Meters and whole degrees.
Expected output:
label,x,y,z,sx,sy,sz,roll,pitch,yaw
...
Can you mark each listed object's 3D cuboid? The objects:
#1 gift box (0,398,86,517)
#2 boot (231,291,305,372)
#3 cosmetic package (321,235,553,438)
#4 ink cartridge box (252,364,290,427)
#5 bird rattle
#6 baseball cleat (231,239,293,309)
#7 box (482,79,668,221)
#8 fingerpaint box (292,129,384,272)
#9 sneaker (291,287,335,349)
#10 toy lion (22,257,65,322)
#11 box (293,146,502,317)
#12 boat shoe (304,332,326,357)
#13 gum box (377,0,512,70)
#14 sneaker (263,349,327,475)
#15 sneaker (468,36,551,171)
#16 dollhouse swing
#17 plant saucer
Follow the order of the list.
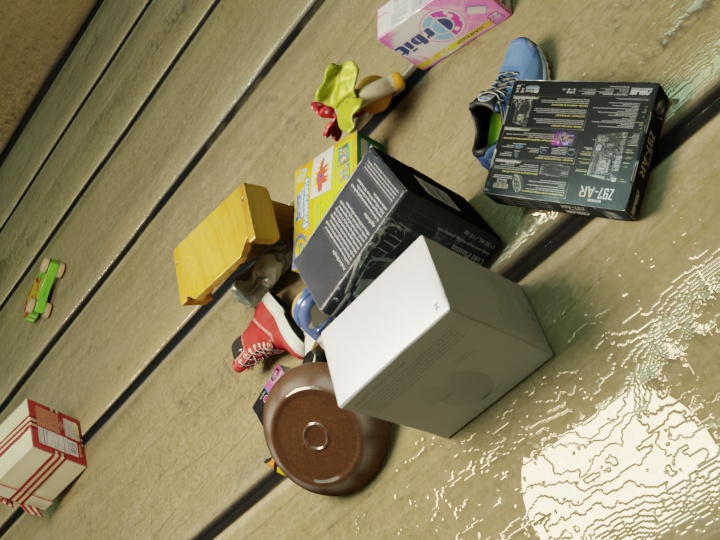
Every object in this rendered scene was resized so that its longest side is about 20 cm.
label,x,y,z,sx,sy,sz,roll,pitch,yaw
gift box,-0.771,0.455,1.877,0.186,0.200,0.185,-42,39,7
boot,-0.156,0.137,1.354,0.145,0.072,0.200,-53,31,2
cosmetic package,0.092,0.091,0.990,0.199,0.198,0.124,-44,44,27
ink cartridge box,-0.111,0.250,1.294,0.095,0.037,0.200,-58,41,12
bird rattle,0.002,-0.281,1.338,0.161,0.200,0.114,-22,86,-1
baseball cleat,-0.173,0.007,1.468,0.106,0.070,0.199,-45,8,-32
box,0.266,-0.155,0.991,0.198,0.043,0.163,11,82,40
fingerpaint box,-0.036,-0.106,1.339,0.166,0.073,0.203,-26,54,40
sneaker,-0.026,0.097,1.148,0.075,0.201,0.088,-42,47,-5
toy lion,-0.979,0.061,2.411,0.191,0.068,0.203,6,78,59
box,0.050,-0.026,1.083,0.198,0.198,0.124,-53,40,18
boat shoe,-0.054,0.086,1.240,0.070,0.070,0.203,-124,40,-49
gum box,0.126,-0.408,1.252,0.199,0.113,0.067,-24,55,41
sneaker,-0.105,0.217,1.208,0.089,0.070,0.204,9,95,19
sneaker,0.203,-0.235,1.099,0.078,0.088,0.203,2,75,49
dollhouse swing,-0.203,-0.028,1.414,0.199,0.175,0.184,-38,48,24
plant saucer,-0.058,0.235,1.139,0.197,0.037,0.204,3,98,19
